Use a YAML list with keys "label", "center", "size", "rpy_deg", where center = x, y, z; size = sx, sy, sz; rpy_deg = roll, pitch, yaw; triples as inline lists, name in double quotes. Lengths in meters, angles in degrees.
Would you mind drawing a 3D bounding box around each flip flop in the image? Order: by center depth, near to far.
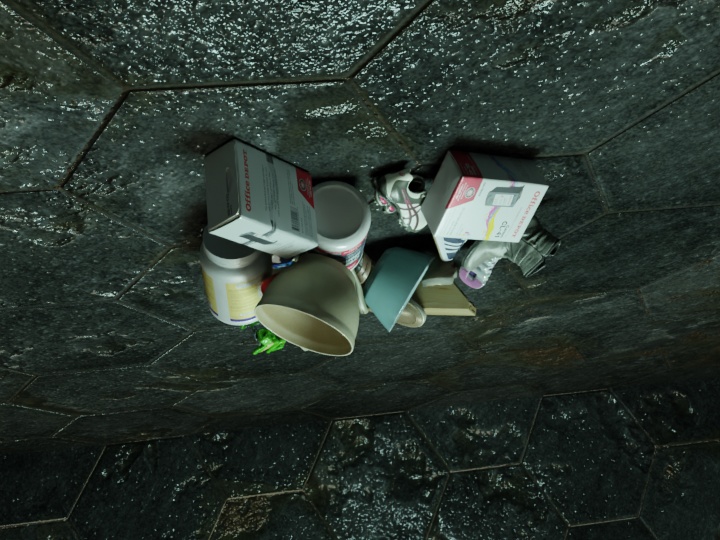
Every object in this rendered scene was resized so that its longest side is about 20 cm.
- label: "flip flop"
  center: [0.000, 0.000, 1.777]
  size: [0.056, 0.204, 0.081]
  rpy_deg: [-12, -158, 3]

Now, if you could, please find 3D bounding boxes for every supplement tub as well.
- label: "supplement tub"
  center: [-0.057, -0.071, 1.594]
  size: [0.137, 0.143, 0.201]
  rpy_deg: [-5, 159, -8]
- label: "supplement tub"
  center: [-0.247, -0.003, 1.644]
  size: [0.142, 0.147, 0.202]
  rpy_deg: [-5, 140, -8]

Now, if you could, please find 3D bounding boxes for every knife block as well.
- label: "knife block"
  center: [0.165, 0.081, 2.028]
  size: [0.175, 0.201, 0.064]
  rpy_deg: [-44, 151, 9]

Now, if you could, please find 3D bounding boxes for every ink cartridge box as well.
- label: "ink cartridge box"
  center: [-0.172, -0.120, 1.421]
  size: [0.083, 0.147, 0.199]
  rpy_deg: [-21, 155, 32]
- label: "ink cartridge box"
  center: [0.233, -0.137, 1.546]
  size: [0.196, 0.086, 0.149]
  rpy_deg: [3, 131, -24]

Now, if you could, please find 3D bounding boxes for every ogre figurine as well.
- label: "ogre figurine"
  center: [-0.220, 0.119, 1.837]
  size: [0.097, 0.121, 0.199]
  rpy_deg: [-31, 170, 19]

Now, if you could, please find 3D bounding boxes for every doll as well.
- label: "doll"
  center: [-0.204, -0.025, 1.785]
  size: [0.195, 0.049, 0.137]
  rpy_deg: [-4, 162, -1]

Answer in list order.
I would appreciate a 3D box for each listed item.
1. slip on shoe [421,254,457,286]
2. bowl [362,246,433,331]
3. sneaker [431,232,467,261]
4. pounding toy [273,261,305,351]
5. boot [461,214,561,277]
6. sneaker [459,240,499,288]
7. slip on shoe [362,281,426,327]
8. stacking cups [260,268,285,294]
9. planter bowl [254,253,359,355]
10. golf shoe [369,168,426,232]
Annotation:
- label: "slip on shoe"
  center: [0.183, -0.002, 1.870]
  size: [0.075, 0.062, 0.200]
  rpy_deg: [-5, -175, 19]
- label: "bowl"
  center: [0.075, 0.026, 1.866]
  size: [0.104, 0.202, 0.201]
  rpy_deg: [32, 157, 4]
- label: "sneaker"
  center: [0.216, -0.080, 1.769]
  size: [0.106, 0.071, 0.200]
  rpy_deg: [-10, 156, 11]
- label: "pounding toy"
  center: [-0.100, 0.064, 1.890]
  size: [0.140, 0.187, 0.200]
  rpy_deg: [-19, 147, 14]
- label: "boot"
  center: [0.320, -0.035, 1.745]
  size: [0.199, 0.131, 0.068]
  rpy_deg: [-41, 160, 13]
- label: "sneaker"
  center: [0.298, -0.054, 1.872]
  size: [0.080, 0.089, 0.201]
  rpy_deg: [35, 131, 4]
- label: "slip on shoe"
  center: [0.063, 0.087, 1.990]
  size: [0.198, 0.061, 0.077]
  rpy_deg: [31, 128, 8]
- label: "stacking cups"
  center: [-0.140, 0.013, 1.671]
  size: [0.060, 0.062, 0.199]
  rpy_deg: [-19, 180, 27]
- label: "planter bowl"
  center: [-0.085, 0.054, 1.534]
  size: [0.197, 0.137, 0.201]
  rpy_deg: [17, 157, 8]
- label: "golf shoe"
  center: [0.099, -0.134, 1.587]
  size: [0.087, 0.079, 0.199]
  rpy_deg: [-25, 154, 22]
